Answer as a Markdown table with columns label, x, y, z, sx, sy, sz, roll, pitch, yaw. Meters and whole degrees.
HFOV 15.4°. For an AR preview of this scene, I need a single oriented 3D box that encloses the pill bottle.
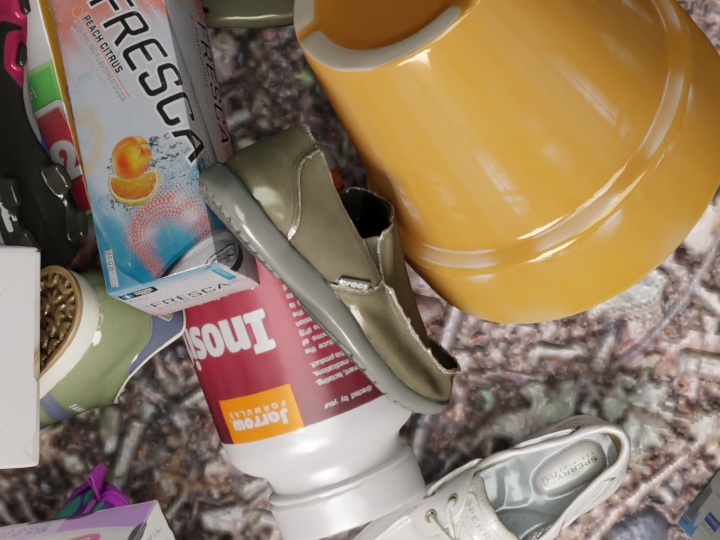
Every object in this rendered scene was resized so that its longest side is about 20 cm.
| label | x | y | z | sx | sy | sz | roll | pitch | yaw |
| --- | --- | --- | --- | --- | --- | --- | --- | --- | --- |
| pill bottle | -0.037 | 0.040 | 1.459 | 0.113 | 0.113 | 0.201 | -20 | 95 | -1 |

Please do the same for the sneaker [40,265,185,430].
| label | x | y | z | sx | sy | sz | roll | pitch | yaw |
| --- | --- | --- | --- | --- | --- | --- | --- | --- | --- |
| sneaker | -0.169 | 0.063 | 1.453 | 0.090 | 0.200 | 0.067 | 3 | 59 | -39 |

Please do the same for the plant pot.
| label | x | y | z | sx | sy | sz | roll | pitch | yaw |
| --- | --- | --- | --- | --- | --- | --- | --- | --- | --- |
| plant pot | 0.066 | -0.104 | 1.374 | 0.200 | 0.200 | 0.183 | -44 | 134 | 1 |

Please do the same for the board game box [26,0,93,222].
| label | x | y | z | sx | sy | sz | roll | pitch | yaw |
| --- | --- | --- | --- | --- | --- | --- | --- | --- | --- |
| board game box | -0.205 | -0.117 | 1.459 | 0.095 | 0.030 | 0.201 | -10 | 97 | 23 |

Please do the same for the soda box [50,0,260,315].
| label | x | y | z | sx | sy | sz | roll | pitch | yaw |
| --- | --- | --- | --- | --- | --- | --- | --- | --- | --- |
| soda box | -0.109 | -0.083 | 1.377 | 0.063 | 0.068 | 0.201 | -17 | 75 | 14 |

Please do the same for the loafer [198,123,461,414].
| label | x | y | z | sx | sy | sz | roll | pitch | yaw |
| --- | --- | --- | --- | --- | --- | --- | --- | --- | --- |
| loafer | 0.000 | 0.000 | 1.348 | 0.070 | 0.075 | 0.200 | -43 | 130 | -2 |

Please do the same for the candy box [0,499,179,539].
| label | x | y | z | sx | sy | sz | roll | pitch | yaw |
| --- | --- | --- | --- | --- | --- | --- | --- | --- | --- |
| candy box | -0.146 | 0.230 | 1.425 | 0.167 | 0.072 | 0.200 | -11 | 120 | 28 |

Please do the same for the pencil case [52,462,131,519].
| label | x | y | z | sx | sy | sz | roll | pitch | yaw |
| --- | --- | --- | --- | --- | --- | --- | --- | --- | --- |
| pencil case | -0.093 | 0.201 | 1.484 | 0.200 | 0.085 | 0.093 | 35 | 112 | -6 |

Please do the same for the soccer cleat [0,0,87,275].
| label | x | y | z | sx | sy | sz | roll | pitch | yaw |
| --- | --- | --- | --- | --- | --- | --- | --- | --- | --- |
| soccer cleat | -0.210 | -0.085 | 1.418 | 0.070 | 0.086 | 0.201 | -16 | 90 | -42 |

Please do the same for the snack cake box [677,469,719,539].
| label | x | y | z | sx | sy | sz | roll | pitch | yaw |
| --- | --- | --- | --- | --- | --- | --- | --- | --- | --- |
| snack cake box | 0.280 | 0.187 | 1.489 | 0.200 | 0.115 | 0.067 | 38 | 93 | -5 |

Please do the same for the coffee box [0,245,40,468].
| label | x | y | z | sx | sy | sz | roll | pitch | yaw |
| --- | --- | --- | --- | --- | --- | --- | --- | --- | --- |
| coffee box | -0.249 | 0.036 | 1.401 | 0.079 | 0.200 | 0.115 | -2 | 96 | -36 |

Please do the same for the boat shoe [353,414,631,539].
| label | x | y | z | sx | sy | sz | roll | pitch | yaw |
| --- | --- | --- | --- | --- | --- | --- | --- | --- | --- |
| boat shoe | 0.064 | 0.139 | 1.479 | 0.200 | 0.069 | 0.071 | -35 | 84 | -11 |

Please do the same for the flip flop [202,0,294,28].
| label | x | y | z | sx | sy | sz | roll | pitch | yaw |
| --- | --- | --- | --- | --- | --- | --- | --- | --- | --- |
| flip flop | -0.110 | -0.157 | 1.462 | 0.199 | 0.058 | 0.081 | -4 | 95 | 6 |
